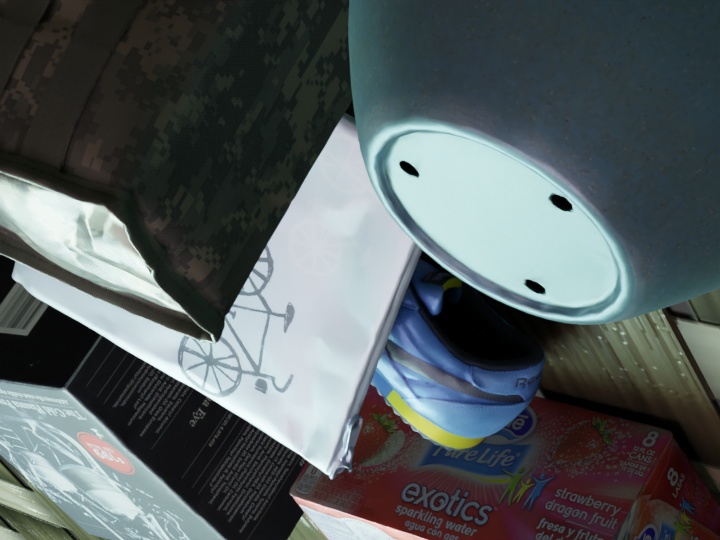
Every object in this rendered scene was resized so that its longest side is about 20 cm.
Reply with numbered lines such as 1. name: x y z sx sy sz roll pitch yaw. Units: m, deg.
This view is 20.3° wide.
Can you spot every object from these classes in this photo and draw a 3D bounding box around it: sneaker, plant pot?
1. sneaker: 0.000 0.000 0.941 0.200 0.066 0.079 37 137 1
2. plant pot: 0.074 -0.064 0.616 0.199 0.135 0.201 28 156 13

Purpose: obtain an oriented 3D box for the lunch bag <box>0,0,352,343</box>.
1. lunch bag: -0.110 -0.090 0.768 0.199 0.165 0.118 19 158 30

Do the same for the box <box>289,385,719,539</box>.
1. box: 0.077 0.125 1.023 0.199 0.096 0.100 12 150 42

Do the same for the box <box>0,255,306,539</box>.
1. box: -0.143 0.080 1.217 0.199 0.104 0.182 3 143 51

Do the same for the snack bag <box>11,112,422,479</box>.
1. snack bag: -0.061 -0.023 0.908 0.199 0.021 0.190 30 127 14
